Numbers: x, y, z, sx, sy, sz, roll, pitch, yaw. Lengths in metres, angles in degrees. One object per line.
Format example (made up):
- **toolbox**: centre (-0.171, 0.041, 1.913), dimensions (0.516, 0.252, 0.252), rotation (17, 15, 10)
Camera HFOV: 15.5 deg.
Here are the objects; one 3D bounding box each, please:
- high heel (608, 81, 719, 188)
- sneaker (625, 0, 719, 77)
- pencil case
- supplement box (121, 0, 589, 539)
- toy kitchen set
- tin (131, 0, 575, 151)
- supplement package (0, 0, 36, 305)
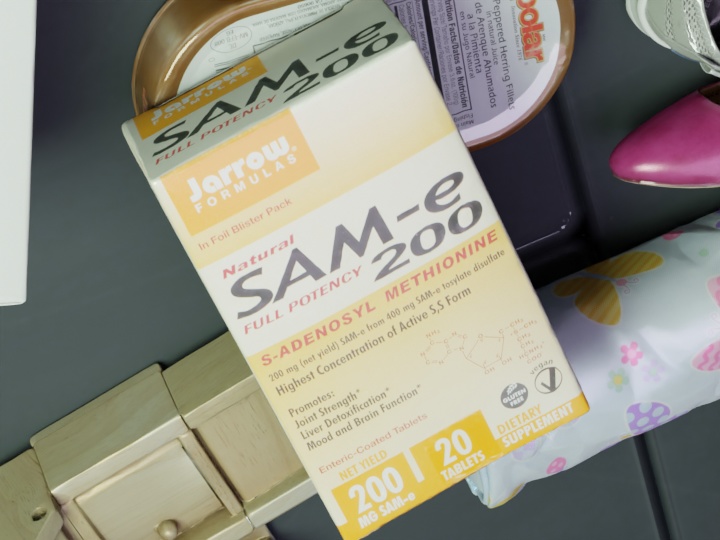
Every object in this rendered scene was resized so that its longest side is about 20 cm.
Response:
- **high heel**: centre (0.199, -0.106, 1.215), dimensions (0.199, 0.067, 0.097), rotation (-21, 119, -15)
- **sneaker**: centre (0.187, -0.174, 1.149), dimensions (0.074, 0.082, 0.201), rotation (9, 117, -25)
- **pencil case**: centre (0.128, 0.040, 1.261), dimensions (0.199, 0.083, 0.091), rotation (-25, 119, -5)
- **supplement box**: centre (0.000, 0.000, 1.135), dimensions (0.126, 0.074, 0.201), rotation (-29, 118, -1)
- **toy kitchen set**: centre (-0.074, 0.168, 1.209), dimensions (0.199, 0.181, 0.164), rotation (-31, 127, 0)
- **tin**: centre (0.000, -0.091, 1.162), dimensions (0.199, 0.042, 0.112), rotation (-18, 129, -9)
- **supplement package**: centre (-0.195, -0.096, 1.033), dimensions (0.119, 0.121, 0.201), rotation (-5, 122, -18)
